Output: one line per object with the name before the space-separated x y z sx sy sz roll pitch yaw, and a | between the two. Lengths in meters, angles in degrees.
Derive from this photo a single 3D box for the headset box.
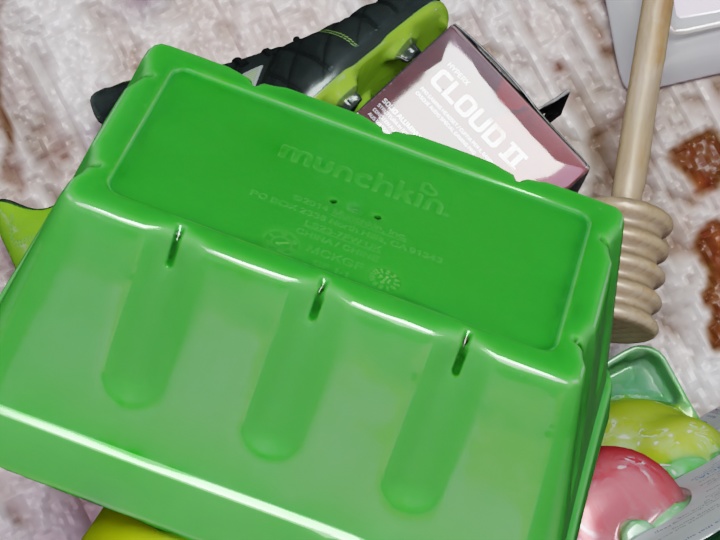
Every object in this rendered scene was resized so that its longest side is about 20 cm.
headset box | 0.000 0.000 0.885 0.200 0.149 0.075 -43 85 -5

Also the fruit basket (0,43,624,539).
fruit basket | -0.028 0.059 0.755 0.215 0.156 0.216 8 127 11

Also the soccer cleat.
soccer cleat | -0.056 -0.057 0.938 0.200 0.068 0.081 -38 71 -3

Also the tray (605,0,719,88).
tray | 0.138 -0.179 0.948 0.107 0.022 0.201 -12 95 0

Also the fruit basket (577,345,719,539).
fruit basket | 0.077 0.102 0.846 0.185 0.200 0.094 -29 98 -3

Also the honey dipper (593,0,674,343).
honey dipper | 0.108 -0.072 0.903 0.038 0.038 0.201 10 72 2
